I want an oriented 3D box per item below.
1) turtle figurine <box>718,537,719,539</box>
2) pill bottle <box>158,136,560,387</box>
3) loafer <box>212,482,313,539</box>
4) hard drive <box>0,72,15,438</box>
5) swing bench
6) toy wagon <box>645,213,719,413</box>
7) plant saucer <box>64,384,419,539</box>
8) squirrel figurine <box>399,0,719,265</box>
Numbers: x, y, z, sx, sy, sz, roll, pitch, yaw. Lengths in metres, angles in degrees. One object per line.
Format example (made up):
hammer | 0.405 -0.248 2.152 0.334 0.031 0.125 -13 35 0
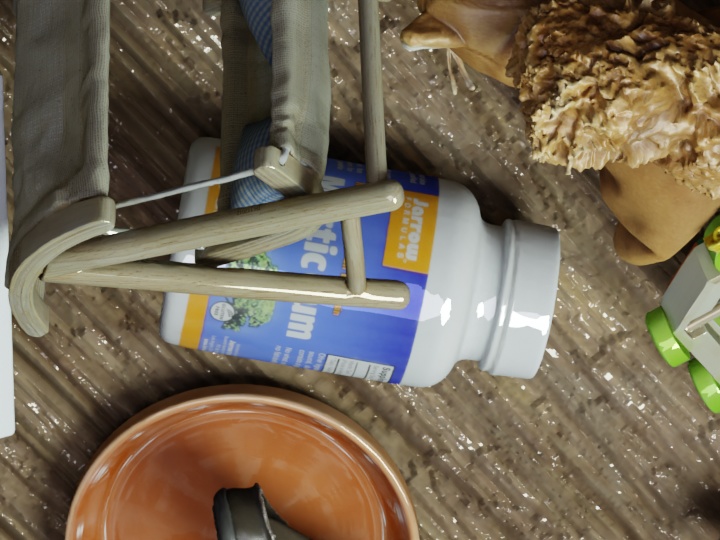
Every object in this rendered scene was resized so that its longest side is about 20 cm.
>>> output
turtle figurine | 0.251 0.240 1.632 0.194 0.144 0.200 38 67 4
pill bottle | 0.000 0.000 1.559 0.200 0.112 0.112 9 114 -3
loafer | -0.011 0.184 1.637 0.071 0.073 0.200 -33 118 9
hard drive | -0.226 -0.026 1.550 0.026 0.132 0.200 -16 119 -35
swing bench | -0.080 -0.087 1.456 0.200 0.199 0.130 -3 153 1
toy wagon | 0.224 0.003 1.541 0.155 0.040 0.200 -29 147 13
plant saucer | -0.066 0.154 1.674 0.200 0.032 0.201 0 113 1
squirrel figurine | 0.118 -0.107 1.463 0.187 0.200 0.142 36 90 -8
